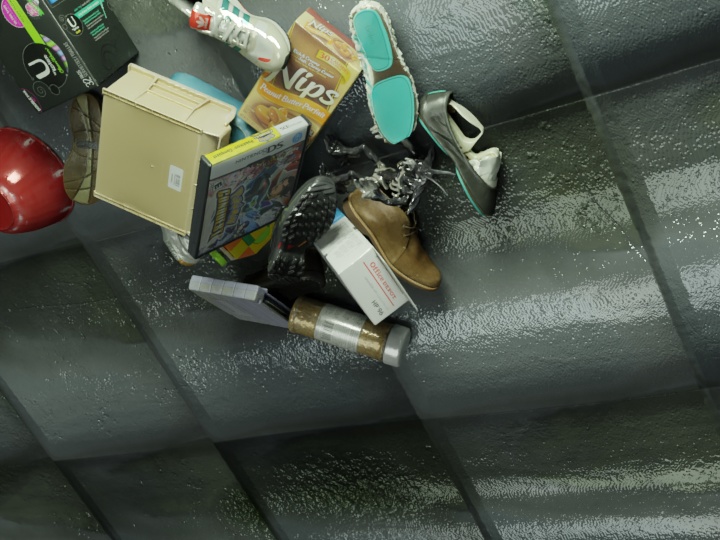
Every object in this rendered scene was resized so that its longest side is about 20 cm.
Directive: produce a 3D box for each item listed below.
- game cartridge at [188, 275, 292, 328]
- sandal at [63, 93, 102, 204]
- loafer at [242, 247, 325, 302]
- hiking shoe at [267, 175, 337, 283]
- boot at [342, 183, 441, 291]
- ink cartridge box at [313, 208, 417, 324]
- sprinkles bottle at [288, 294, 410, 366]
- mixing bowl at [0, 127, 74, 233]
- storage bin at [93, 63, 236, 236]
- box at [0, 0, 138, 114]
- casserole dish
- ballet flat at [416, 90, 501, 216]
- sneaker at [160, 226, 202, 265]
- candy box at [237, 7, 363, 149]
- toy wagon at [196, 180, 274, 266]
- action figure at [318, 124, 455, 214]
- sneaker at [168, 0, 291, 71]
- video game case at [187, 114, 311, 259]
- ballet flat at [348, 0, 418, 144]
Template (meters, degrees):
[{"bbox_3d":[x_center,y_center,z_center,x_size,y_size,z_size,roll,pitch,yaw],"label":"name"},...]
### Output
[{"bbox_3d":[-0.190,0.053,1.737,0.129,0.038,0.200,13,168,22],"label":"game cartridge"},{"bbox_3d":[-0.452,-0.204,1.739,0.080,0.054,0.200,14,115,10],"label":"sandal"},{"bbox_3d":[-0.125,0.006,1.725,0.073,0.072,0.200,25,155,-39],"label":"loafer"},{"bbox_3d":[-0.096,-0.078,1.545,0.076,0.101,0.200,11,131,-25],"label":"hiking shoe"},{"bbox_3d":[0.064,-0.052,1.578,0.200,0.074,0.075,47,125,-8],"label":"boot"},{"bbox_3d":[0.000,0.000,1.554,0.068,0.200,0.116,-37,122,-2],"label":"ink cartridge box"},{"bbox_3d":[-0.019,0.100,1.730,0.200,0.068,0.068,17,130,12],"label":"sprinkles bottle"},{"bbox_3d":[-0.622,-0.141,1.830,0.200,0.108,0.201,13,128,17],"label":"mixing bowl"},{"bbox_3d":[-0.299,-0.180,1.591,0.198,0.094,0.200,23,127,8],"label":"storage bin"},{"bbox_3d":[-0.468,-0.369,1.569,0.148,0.124,0.200,-15,117,34],"label":"box"},{"bbox_3d":[-0.239,-0.226,1.619,0.200,0.039,0.121,30,131,5],"label":"casserole dish"},{"bbox_3d":[0.152,-0.166,1.449,0.068,0.068,0.200,-26,110,29],"label":"ballet flat"},{"bbox_3d":[-0.312,-0.109,1.734,0.088,0.076,0.200,-34,97,10],"label":"sneaker"},{"bbox_3d":[-0.083,-0.266,1.497,0.115,0.055,0.200,37,133,-4],"label":"candy box"},{"bbox_3d":[-0.189,-0.093,1.586,0.040,0.155,0.200,40,173,28],"label":"toy wagon"},{"bbox_3d":[0.031,-0.147,1.490,0.200,0.119,0.102,8,162,31],"label":"action figure"},{"bbox_3d":[-0.186,-0.336,1.434,0.200,0.093,0.070,44,130,21],"label":"sneaker"},{"bbox_3d":[-0.162,-0.119,1.500,0.026,0.181,0.200,46,144,22],"label":"video game case"},{"bbox_3d":[0.036,-0.276,1.418,0.072,0.072,0.200,-2,116,28],"label":"ballet flat"}]
